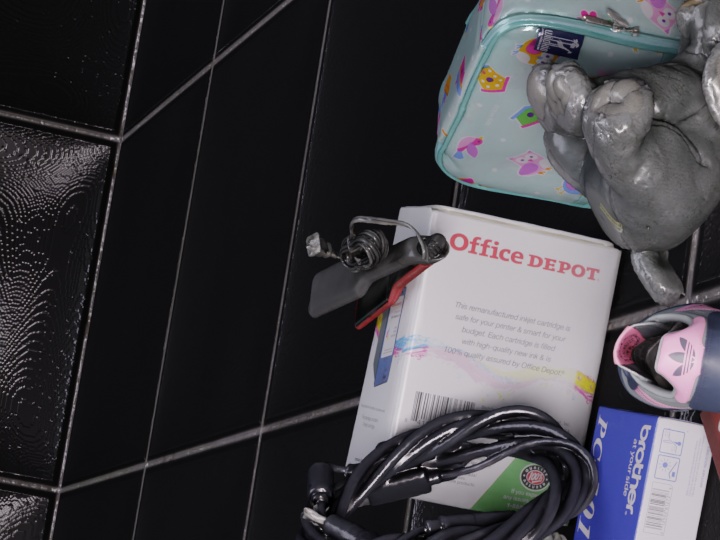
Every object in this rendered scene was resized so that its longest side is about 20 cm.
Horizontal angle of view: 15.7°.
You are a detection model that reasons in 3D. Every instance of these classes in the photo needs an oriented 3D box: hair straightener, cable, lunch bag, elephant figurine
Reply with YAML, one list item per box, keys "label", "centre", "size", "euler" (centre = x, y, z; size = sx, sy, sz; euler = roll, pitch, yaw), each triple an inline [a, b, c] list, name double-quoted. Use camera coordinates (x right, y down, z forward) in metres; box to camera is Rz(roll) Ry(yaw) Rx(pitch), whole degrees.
- label: "hair straightener"
  centre: [0.000, 0.000, 1.745]
  size: [0.200, 0.077, 0.041]
  euler: [153, 129, -69]
- label: "cable"
  centre: [0.052, 0.144, 1.658]
  size: [0.163, 0.200, 0.051]
  euler: [-63, -38, -63]
- label: "lunch bag"
  centre: [0.143, -0.124, 1.741]
  size: [0.200, 0.160, 0.077]
  euler: [116, 165, -55]
- label: "elephant figurine"
  centre: [0.215, -0.111, 1.573]
  size: [0.142, 0.200, 0.155]
  euler: [47, 161, 44]

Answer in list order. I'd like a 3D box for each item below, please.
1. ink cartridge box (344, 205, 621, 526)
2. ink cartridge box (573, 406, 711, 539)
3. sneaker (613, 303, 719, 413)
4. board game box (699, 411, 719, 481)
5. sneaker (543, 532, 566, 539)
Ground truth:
- label: "ink cartridge box"
  centre: [0.085, 0.064, 1.811]
  size: [0.088, 0.145, 0.200]
  euler: [-171, 92, -73]
- label: "ink cartridge box"
  centre: [0.166, 0.189, 1.630]
  size: [0.094, 0.044, 0.200]
  euler: [-177, 99, -72]
- label: "sneaker"
  centre: [0.181, 0.047, 1.552]
  size: [0.200, 0.082, 0.070]
  euler: [172, 109, -74]
- label: "board game box"
  centre: [0.241, 0.112, 1.484]
  size: [0.200, 0.019, 0.103]
  euler: [-100, 26, -52]
- label: "sneaker"
  centre: [0.106, 0.220, 1.721]
  size: [0.200, 0.074, 0.116]
  euler: [82, -158, -82]
